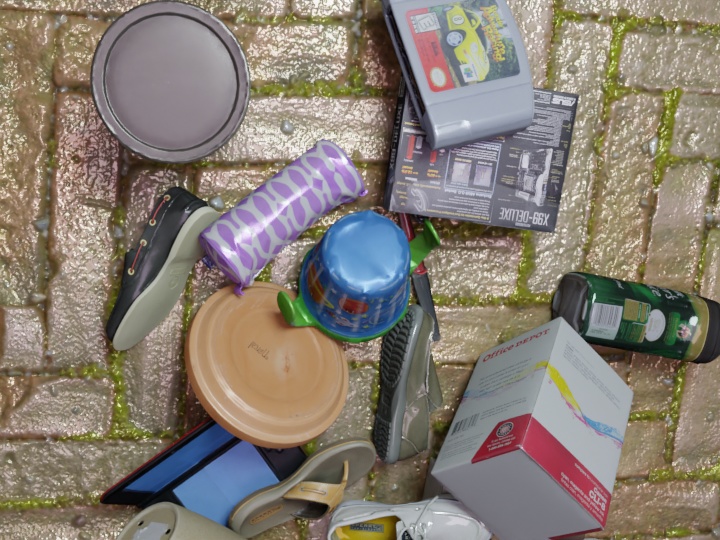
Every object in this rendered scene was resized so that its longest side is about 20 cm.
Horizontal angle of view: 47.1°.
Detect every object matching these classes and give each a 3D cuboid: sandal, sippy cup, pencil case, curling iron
[{"bbox_3d":[-0.063,0.274,0.998,0.199,0.054,0.081,-28,133,-10],"label":"sandal"},{"bbox_3d":[0.000,0.000,0.927,0.139,0.130,0.179,26,69,1],"label":"sippy cup"},{"bbox_3d":[-0.088,-0.062,0.934,0.200,0.084,0.086,-40,104,-13],"label":"pencil case"},{"bbox_3d":[0.079,-0.008,1.014,0.049,0.026,0.202,-10,101,-4],"label":"curling iron"}]

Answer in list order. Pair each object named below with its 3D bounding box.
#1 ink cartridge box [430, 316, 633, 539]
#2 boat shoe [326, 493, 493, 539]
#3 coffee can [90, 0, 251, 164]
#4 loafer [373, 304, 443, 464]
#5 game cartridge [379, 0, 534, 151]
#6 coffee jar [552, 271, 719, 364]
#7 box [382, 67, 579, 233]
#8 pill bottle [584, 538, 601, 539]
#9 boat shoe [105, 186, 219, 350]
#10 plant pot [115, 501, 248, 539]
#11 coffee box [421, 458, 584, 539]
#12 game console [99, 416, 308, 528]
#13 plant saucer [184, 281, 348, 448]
[{"bbox_3d":[0.205,0.187,0.961,0.145,0.145,0.201,43,47,-13],"label":"ink cartridge box"},{"bbox_3d":[0.056,0.306,0.963,0.200,0.086,0.075,0,96,9],"label":"boat shoe"},{"bbox_3d":[-0.188,-0.187,0.854,0.145,0.200,0.148,-1,99,-8],"label":"coffee can"},{"bbox_3d":[0.064,0.140,1.020,0.069,0.075,0.202,4,103,-21],"label":"loafer"},{"bbox_3d":[0.106,-0.234,0.877,0.132,0.041,0.202,-15,79,-18],"label":"game cartridge"},{"bbox_3d":[0.349,0.059,1.030,0.198,0.104,0.086,11,94,-11],"label":"coffee jar"},{"bbox_3d":[0.134,-0.134,0.930,0.198,0.050,0.159,6,99,-9],"label":"box"},{"bbox_3d":[0.321,0.433,1.036,0.115,0.200,0.118,-1,99,-8],"label":"pill bottle"},{"bbox_3d":[-0.237,-0.001,0.949,0.063,0.074,0.202,35,101,18],"label":"boat shoe"},{"bbox_3d":[-0.184,0.360,0.926,0.187,0.187,0.201,-33,118,-3],"label":"plant pot"},{"bbox_3d":[0.181,0.318,1.056,0.198,0.080,0.114,10,97,-10],"label":"coffee box"},{"bbox_3d":[-0.170,0.253,0.970,0.199,0.119,0.173,-34,102,-2],"label":"game console"},{"bbox_3d":[-0.099,0.100,0.932,0.199,0.201,0.032,31,136,-13],"label":"plant saucer"}]
